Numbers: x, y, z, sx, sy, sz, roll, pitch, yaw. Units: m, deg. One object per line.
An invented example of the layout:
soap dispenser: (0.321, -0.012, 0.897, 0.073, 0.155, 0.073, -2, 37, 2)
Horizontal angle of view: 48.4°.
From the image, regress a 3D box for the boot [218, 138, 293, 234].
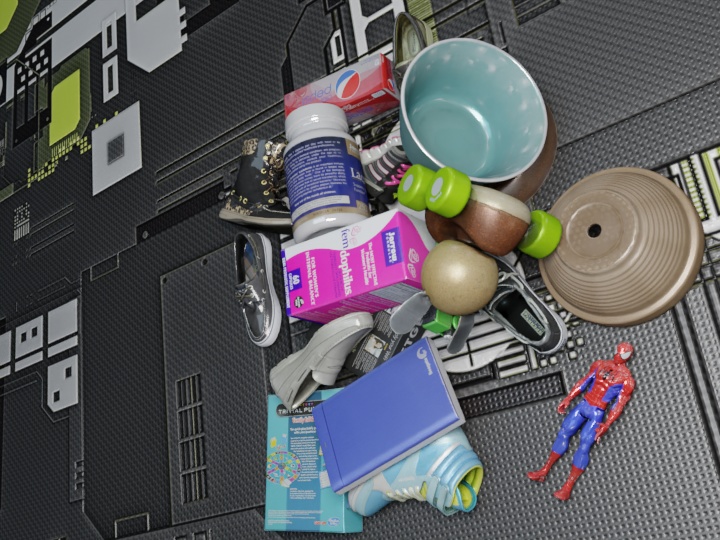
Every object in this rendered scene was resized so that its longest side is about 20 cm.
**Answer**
boot: (-0.150, -0.142, 1.347, 0.200, 0.073, 0.151, 9, 83, 44)

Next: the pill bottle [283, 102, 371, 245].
pill bottle: (-0.053, -0.135, 1.170, 0.116, 0.116, 0.200, -23, 66, 31)

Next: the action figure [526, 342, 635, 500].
action figure: (0.271, 0.175, 0.955, 0.065, 0.052, 0.200, 32, 95, 42)

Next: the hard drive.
hard drive: (0.031, 0.192, 1.064, 0.200, 0.025, 0.132, -35, 48, 17)

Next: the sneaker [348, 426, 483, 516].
sneaker: (0.076, 0.288, 1.051, 0.200, 0.079, 0.131, -49, 53, 17)

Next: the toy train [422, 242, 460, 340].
toy train: (0.117, -0.004, 1.052, 0.042, 0.056, 0.200, -29, 42, 49)

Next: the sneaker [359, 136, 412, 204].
sneaker: (0.055, -0.144, 1.179, 0.200, 0.074, 0.088, -10, 82, 52)

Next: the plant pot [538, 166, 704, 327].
plant pot: (0.298, -0.037, 0.963, 0.201, 0.093, 0.201, -11, 70, 34)

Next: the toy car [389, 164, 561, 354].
toy car: (0.114, -0.004, 0.965, 0.200, 0.164, 0.158, -68, 22, 1)

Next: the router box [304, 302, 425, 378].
router box: (0.025, 0.050, 1.170, 0.157, 0.052, 0.200, 31, 97, 38)

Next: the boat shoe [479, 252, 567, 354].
boat shoe: (0.182, 0.034, 1.046, 0.074, 0.068, 0.199, -48, 54, 16)

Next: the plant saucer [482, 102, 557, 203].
plant saucer: (0.178, -0.172, 1.131, 0.200, 0.032, 0.201, -11, 71, 36)

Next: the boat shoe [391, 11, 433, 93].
boat shoe: (0.079, -0.302, 1.217, 0.072, 0.066, 0.201, -18, 66, 34)

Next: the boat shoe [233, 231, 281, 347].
boat shoe: (-0.179, 0.026, 1.323, 0.070, 0.066, 0.200, -17, 68, 33)

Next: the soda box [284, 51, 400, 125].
soda box: (-0.029, -0.277, 1.295, 0.200, 0.063, 0.070, -16, 69, 33)

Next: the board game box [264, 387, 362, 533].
board game box: (-0.069, 0.281, 1.182, 0.151, 0.047, 0.200, -11, 71, 35)

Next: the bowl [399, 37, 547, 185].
bowl: (0.132, -0.189, 1.050, 0.105, 0.200, 0.201, 133, 137, -67)

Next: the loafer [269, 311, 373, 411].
loafer: (-0.049, 0.128, 1.133, 0.200, 0.070, 0.070, -42, 63, 32)

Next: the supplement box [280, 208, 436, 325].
supplement box: (0.000, 0.000, 1.104, 0.200, 0.103, 0.101, -18, 69, 29)
